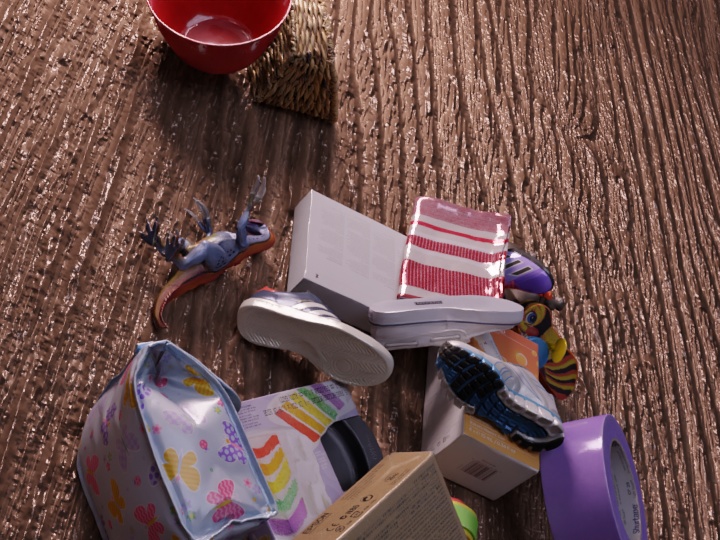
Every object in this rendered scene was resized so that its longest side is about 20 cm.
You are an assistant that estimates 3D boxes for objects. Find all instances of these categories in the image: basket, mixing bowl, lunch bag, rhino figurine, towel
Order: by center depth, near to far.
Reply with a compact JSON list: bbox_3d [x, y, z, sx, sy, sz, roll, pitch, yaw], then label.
[{"bbox_3d":[-0.187,0.185,1.027,0.126,0.170,0.202,-12,67,-43],"label":"lunch bag"},{"bbox_3d":[-0.194,-0.344,1.451,0.196,0.109,0.203,4,57,-6],"label":"mixing bowl"},{"bbox_3d":[0.131,-0.020,1.451,0.141,0.023,0.202,12,46,2],"label":"towel"},{"bbox_3d":[-0.078,-0.344,1.548,0.147,0.143,0.203,10,54,-34],"label":"basket"},{"bbox_3d":[0.227,-0.013,1.619,0.087,0.060,0.202,2,49,-44],"label":"rhino figurine"}]

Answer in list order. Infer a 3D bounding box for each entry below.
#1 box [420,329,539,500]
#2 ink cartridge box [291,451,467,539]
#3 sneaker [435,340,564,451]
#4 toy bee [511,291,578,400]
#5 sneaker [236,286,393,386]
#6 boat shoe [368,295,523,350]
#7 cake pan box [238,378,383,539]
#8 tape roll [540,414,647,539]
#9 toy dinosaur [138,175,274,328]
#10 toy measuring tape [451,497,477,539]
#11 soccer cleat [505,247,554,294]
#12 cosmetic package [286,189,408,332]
[{"bbox_3d":[0.158,0.174,1.388,0.123,0.097,0.202,27,45,-20],"label":"box"},{"bbox_3d":[0.028,0.315,1.135,0.199,0.074,0.167,-32,105,-45],"label":"ink cartridge box"},{"bbox_3d":[0.170,0.140,1.307,0.199,0.075,0.087,39,34,-21],"label":"sneaker"},{"bbox_3d":[0.253,0.089,1.511,0.200,0.109,0.131,42,-3,-39],"label":"toy bee"},{"bbox_3d":[-0.046,0.069,1.278,0.197,0.076,0.085,24,29,5],"label":"sneaker"},{"bbox_3d":[0.109,0.072,1.351,0.196,0.067,0.074,-1,15,5],"label":"boat shoe"},{"bbox_3d":[-0.059,0.227,1.197,0.198,0.052,0.186,-6,66,-44],"label":"cake pan box"},{"bbox_3d":[0.303,0.293,1.367,0.200,0.084,0.203,46,37,-50],"label":"tape roll"},{"bbox_3d":[-0.180,-0.023,1.295,0.180,0.104,0.204,15,86,-48],"label":"toy dinosaur"},{"bbox_3d":[0.136,0.327,1.273,0.198,0.074,0.074,33,43,-16],"label":"toy measuring tape"},{"bbox_3d":[0.178,0.001,1.509,0.198,0.069,0.073,21,52,26],"label":"soccer cleat"},{"bbox_3d":[0.000,0.000,1.420,0.198,0.052,0.153,25,44,-25],"label":"cosmetic package"}]
